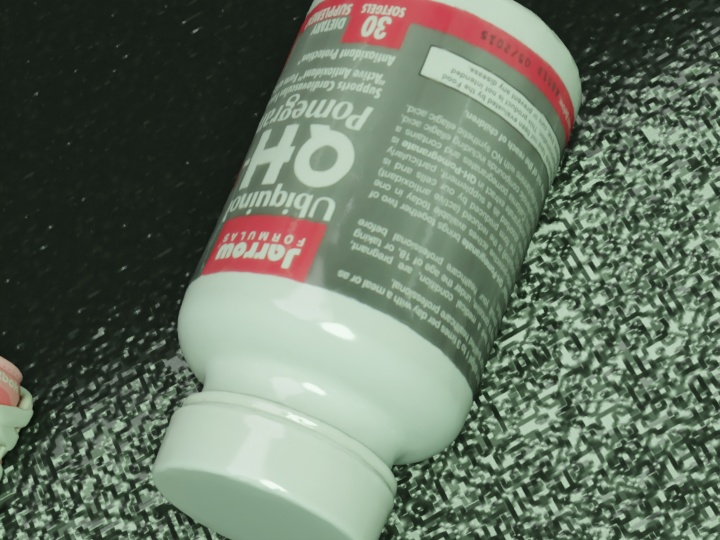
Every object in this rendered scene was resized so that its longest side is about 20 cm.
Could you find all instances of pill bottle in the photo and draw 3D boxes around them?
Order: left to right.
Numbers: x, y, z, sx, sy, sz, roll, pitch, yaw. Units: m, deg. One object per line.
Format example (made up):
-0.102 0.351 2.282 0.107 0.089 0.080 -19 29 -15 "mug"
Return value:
0.000 0.000 0.762 0.110 0.111 0.201 10 65 26 "pill bottle"

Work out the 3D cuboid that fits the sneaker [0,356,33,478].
-0.169 0.085 0.798 0.104 0.075 0.201 -32 50 7 "sneaker"
